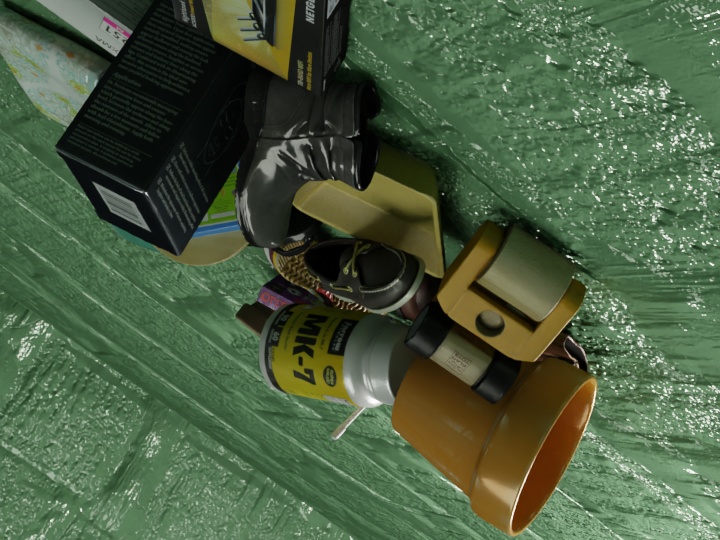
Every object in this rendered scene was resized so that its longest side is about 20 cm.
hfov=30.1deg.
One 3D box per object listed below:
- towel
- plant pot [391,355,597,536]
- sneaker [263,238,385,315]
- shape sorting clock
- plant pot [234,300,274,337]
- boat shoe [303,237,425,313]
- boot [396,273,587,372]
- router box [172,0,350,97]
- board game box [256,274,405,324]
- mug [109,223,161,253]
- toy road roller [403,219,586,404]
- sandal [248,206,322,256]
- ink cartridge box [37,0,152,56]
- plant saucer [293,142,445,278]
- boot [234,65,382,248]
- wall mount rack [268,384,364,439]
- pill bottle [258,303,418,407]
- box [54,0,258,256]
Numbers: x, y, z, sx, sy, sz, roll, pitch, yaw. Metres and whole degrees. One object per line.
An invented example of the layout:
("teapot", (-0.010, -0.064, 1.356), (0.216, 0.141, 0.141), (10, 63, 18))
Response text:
("towel", (-0.354, -0.226, 1.627), (0.170, 0.048, 0.200), (26, 161, 14))
("plant pot", (0.143, 0.168, 1.524), (0.182, 0.201, 0.201), (28, 163, 22))
("sneaker", (-0.044, 0.003, 1.716), (0.200, 0.075, 0.090), (40, -177, -37))
("shape sorting clock", (-0.176, -0.106, 1.456), (0.199, 0.202, 0.039), (23, -162, 25))
("plant pot", (-0.075, 0.091, 1.912), (0.200, 0.093, 0.201), (38, 176, 3))
("boat shoe", (0.000, 0.000, 1.453), (0.060, 0.072, 0.201), (34, 166, -24))
("boot", (0.151, 0.067, 1.553), (0.199, 0.069, 0.189), (17, 157, 37))
("router box", (-0.086, -0.244, 1.127), (0.156, 0.053, 0.200), (29, 162, 7))
("board game box", (-0.029, 0.061, 1.789), (0.199, 0.033, 0.120), (27, -155, 10))
("mug", (-0.201, -0.091, 1.587), (0.114, 0.154, 0.184), (17, -175, 32))
("toy road roller", (0.143, 0.024, 1.413), (0.122, 0.146, 0.200), (33, 125, -6))
("sandal", (-0.092, -0.049, 1.614), (0.048, 0.075, 0.200), (51, 156, -21))
("ink cartridge box", (-0.300, -0.279, 1.403), (0.199, 0.044, 0.173), (35, 161, -11))
("plant saucer", (0.008, -0.088, 1.401), (0.199, 0.049, 0.200), (27, 162, 16))
("boot", (-0.049, -0.095, 1.286), (0.131, 0.070, 0.202), (19, 125, 23))
("wall mount rack", (-0.014, 0.142, 1.755), (0.199, 0.075, 0.173), (34, -155, 29))
("pill bottle", (-0.018, 0.105, 1.633), (0.199, 0.115, 0.114), (5, 150, 37))
("box", (-0.185, -0.144, 1.311), (0.106, 0.201, 0.149), (25, 162, 16))
